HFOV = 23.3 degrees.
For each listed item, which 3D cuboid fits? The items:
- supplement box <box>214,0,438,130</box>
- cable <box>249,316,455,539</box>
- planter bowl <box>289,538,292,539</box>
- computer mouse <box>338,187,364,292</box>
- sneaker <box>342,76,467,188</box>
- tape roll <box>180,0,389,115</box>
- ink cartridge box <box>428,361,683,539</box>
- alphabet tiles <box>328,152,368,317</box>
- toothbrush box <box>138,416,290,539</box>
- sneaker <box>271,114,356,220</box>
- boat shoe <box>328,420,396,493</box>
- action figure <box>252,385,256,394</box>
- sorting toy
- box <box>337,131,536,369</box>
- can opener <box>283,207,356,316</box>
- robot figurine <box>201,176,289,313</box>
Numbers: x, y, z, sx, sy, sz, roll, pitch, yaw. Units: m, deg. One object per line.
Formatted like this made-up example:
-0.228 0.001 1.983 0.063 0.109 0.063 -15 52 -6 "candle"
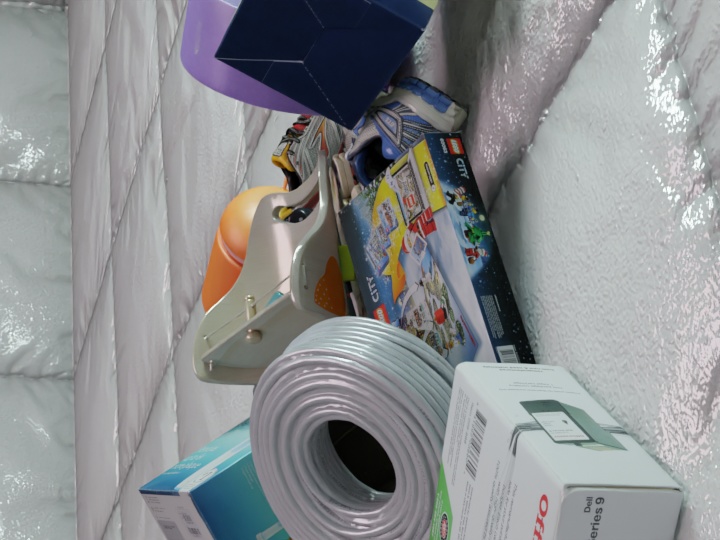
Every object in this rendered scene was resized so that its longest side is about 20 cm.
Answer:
-0.001 -0.260 1.407 0.201 0.134 0.200 -66 8 -24 "supplement box"
0.004 0.137 1.289 0.199 0.069 0.201 31 125 21 "cable"
-0.019 0.264 1.563 0.200 0.083 0.202 -176 90 -74 "planter bowl"
-0.007 -0.069 1.680 0.059 0.034 0.202 -121 39 -64 "computer mouse"
0.016 -0.108 1.487 0.086 0.077 0.200 -58 11 -12 "sneaker"
-0.063 -0.221 1.612 0.200 0.198 0.086 -115 32 -58 "tape roll"
0.119 0.163 1.124 0.200 0.083 0.147 -129 45 -65 "ink cartridge box"
0.000 0.000 1.564 0.196 0.014 0.202 125 133 -80 "alphabet tiles"
-0.074 0.175 1.528 0.086 0.199 0.146 62 157 -7 "toothbrush box"
-0.044 -0.129 1.730 0.078 0.081 0.202 -173 88 -74 "sneaker"
0.014 0.134 1.379 0.201 0.072 0.068 66 -154 -1 "boat shoe"
-0.087 0.115 1.765 0.069 0.129 0.202 -157 61 -72 "action figure"
-0.060 -0.007 1.561 0.200 0.106 0.181 -35 49 52 "sorting toy"
0.056 0.015 1.322 0.137 0.037 0.201 -40 61 51 "box"
-0.031 0.032 1.647 0.063 0.078 0.201 -33 63 22 "can opener"
-0.103 -0.004 1.846 0.117 0.143 0.201 45 136 30 "robot figurine"
